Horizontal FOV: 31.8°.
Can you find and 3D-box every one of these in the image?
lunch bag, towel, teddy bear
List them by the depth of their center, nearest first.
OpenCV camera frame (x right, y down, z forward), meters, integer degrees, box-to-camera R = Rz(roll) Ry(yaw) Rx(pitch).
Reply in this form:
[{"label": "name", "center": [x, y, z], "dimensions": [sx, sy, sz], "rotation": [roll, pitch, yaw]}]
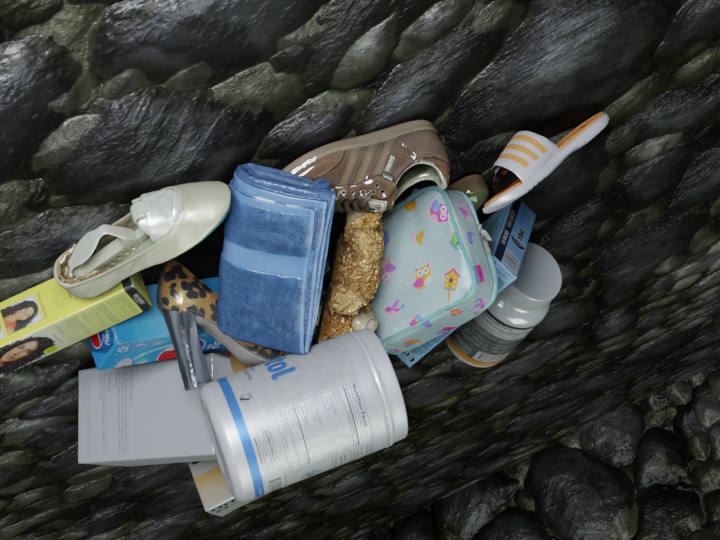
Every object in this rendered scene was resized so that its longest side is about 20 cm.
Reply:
[{"label": "towel", "center": [-0.090, -0.008, 1.297], "dimensions": [0.110, 0.049, 0.202], "rotation": [12, 125, 3]}, {"label": "teddy bear", "center": [0.000, 0.000, 1.412], "dimensions": [0.066, 0.203, 0.145], "rotation": [12, -176, -4]}, {"label": "lunch bag", "center": [0.065, -0.003, 1.496], "dimensions": [0.199, 0.163, 0.077], "rotation": [-30, 155, 32]}]

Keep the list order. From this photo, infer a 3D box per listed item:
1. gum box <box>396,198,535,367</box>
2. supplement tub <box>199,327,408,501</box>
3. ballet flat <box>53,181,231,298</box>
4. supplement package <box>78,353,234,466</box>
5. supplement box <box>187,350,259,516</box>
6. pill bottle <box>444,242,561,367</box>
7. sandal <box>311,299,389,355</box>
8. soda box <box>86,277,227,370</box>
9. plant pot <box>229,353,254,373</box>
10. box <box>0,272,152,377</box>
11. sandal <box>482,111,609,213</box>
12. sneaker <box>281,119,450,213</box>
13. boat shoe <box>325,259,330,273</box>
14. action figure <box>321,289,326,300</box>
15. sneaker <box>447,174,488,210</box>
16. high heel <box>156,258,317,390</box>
[{"label": "gum box", "center": [0.132, 0.013, 1.623], "dimensions": [0.200, 0.044, 0.170], "rotation": [-42, -169, 31]}, {"label": "supplement tub", "center": [-0.062, 0.153, 1.355], "dimensions": [0.197, 0.133, 0.132], "rotation": [-20, 159, -13]}, {"label": "ballet flat", "center": [-0.217, -0.035, 1.230], "dimensions": [0.198, 0.070, 0.069], "rotation": [-31, 159, 16]}, {"label": "supplement package", "center": [-0.232, 0.174, 1.543], "dimensions": [0.197, 0.119, 0.117], "rotation": [-7, 167, 24]}, {"label": "supplement box", "center": [-0.171, 0.200, 1.647], "dimensions": [0.125, 0.202, 0.074], "rotation": [-26, 160, 5]}, {"label": "pill bottle", "center": [0.206, 0.050, 1.841], "dimensions": [0.115, 0.118, 0.200], "rotation": [-12, 155, -30]}, {"label": "sandal", "center": [-0.030, 0.086, 1.540], "dimensions": [0.200, 0.048, 0.076], "rotation": [33, 84, -41]}, {"label": "soda box", "center": [-0.213, 0.057, 1.443], "dimensions": [0.198, 0.069, 0.064], "rotation": [-7, 154, -40]}, {"label": "plant pot", "center": [-0.068, 0.150, 1.511], "dimensions": [0.028, 0.200, 0.199], "rotation": [-52, 153, 10]}, {"label": "box", "center": [-0.323, 0.049, 1.322], "dimensions": [0.198, 0.051, 0.075], "rotation": [-26, 160, -1]}, {"label": "sandal", "center": [0.204, -0.140, 1.475], "dimensions": [0.206, 0.060, 0.079], "rotation": [-39, -176, -25]}, {"label": "sneaker", "center": [0.001, -0.093, 1.313], "dimensions": [0.197, 0.076, 0.071], "rotation": [-22, 160, -10]}, {"label": "boat shoe", "center": [-0.077, -0.018, 1.420], "dimensions": [0.074, 0.065, 0.202], "rotation": [-24, 160, 0]}, {"label": "action figure", "center": [-0.025, 0.049, 1.651], "dimensions": [0.198, 0.133, 0.151], "rotation": [-27, 121, -32]}, {"label": "sneaker", "center": [0.099, -0.026, 1.567], "dimensions": [0.067, 0.091, 0.200], "rotation": [0, 148, -47]}, {"label": "high heel", "center": [-0.133, 0.039, 1.416], "dimensions": [0.198, 0.145, 0.071], "rotation": [-16, -179, -41]}]
